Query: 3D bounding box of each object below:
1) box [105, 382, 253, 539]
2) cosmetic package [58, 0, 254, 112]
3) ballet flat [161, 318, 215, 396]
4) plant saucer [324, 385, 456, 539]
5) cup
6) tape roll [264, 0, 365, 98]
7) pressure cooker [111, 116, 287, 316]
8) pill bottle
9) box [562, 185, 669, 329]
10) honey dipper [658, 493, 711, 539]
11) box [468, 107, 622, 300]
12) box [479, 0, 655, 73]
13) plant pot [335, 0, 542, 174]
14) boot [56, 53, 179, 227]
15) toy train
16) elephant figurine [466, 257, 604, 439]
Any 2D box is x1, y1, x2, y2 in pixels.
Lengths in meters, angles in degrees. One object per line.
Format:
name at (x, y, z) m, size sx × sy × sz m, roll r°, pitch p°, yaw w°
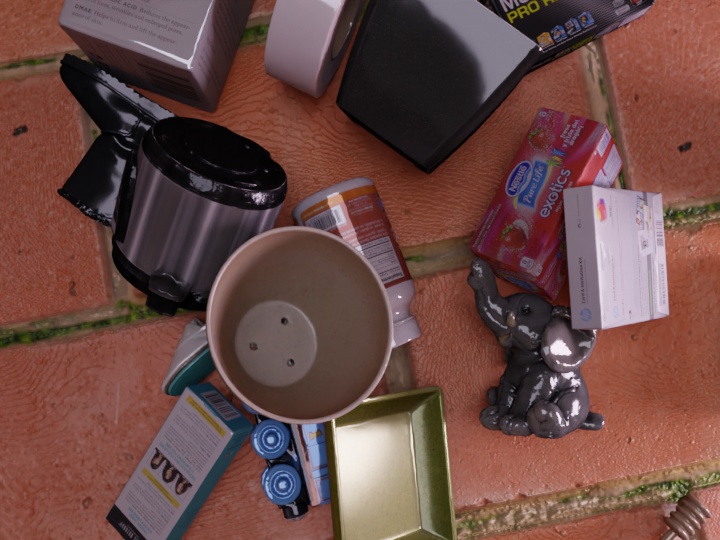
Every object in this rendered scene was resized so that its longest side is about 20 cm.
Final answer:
box at (-0.212, 0.237, 0.922) m, size 0.082 × 0.049 × 0.202 m, roll 38°, pitch 104°, yaw 19°
cosmetic package at (-0.231, -0.332, 0.955) m, size 0.162 × 0.165 × 0.203 m, roll 19°, pitch 83°, yaw 0°
ballet flat at (-0.174, 0.070, 0.977) m, size 0.199 × 0.069 × 0.070 m, roll -41°, pitch 87°, yaw -9°
plant saucer at (0.029, 0.247, 0.927) m, size 0.198 × 0.047 × 0.204 m, roll 0°, pitch 83°, yaw -46°
cup at (-0.080, 0.069, 0.865) m, size 0.196 × 0.143 × 0.204 m, roll 5°, pitch 75°, yaw -18°
tape roll at (-0.044, -0.316, 0.943) m, size 0.070 × 0.202 × 0.206 m, roll 23°, pitch 84°, yaw 1°
pressure cooker at (-0.190, -0.049, 0.903) m, size 0.178 × 0.174 × 0.202 m, roll 42°, pitch 120°, yaw 29°
pill bottle at (0.000, 0.000, 0.959) m, size 0.110 × 0.112 × 0.203 m, roll -21°, pitch 86°, yaw -4°
box at (0.308, -0.016, 0.937) m, size 0.041 × 0.198 × 0.159 m, roll -4°, pitch 90°, yaw 41°
honey dipper at (0.352, 0.361, 0.975) m, size 0.038 × 0.038 × 0.200 m, roll 45°, pitch 86°, yaw 3°
box at (0.228, -0.081, 0.965) m, size 0.095 × 0.099 × 0.202 m, roll 24°, pitch 84°, yaw 36°
box at (0.261, -0.371, 1.035) m, size 0.197 × 0.044 × 0.162 m, roll -26°, pitch 87°, yaw -4°
plant pot at (0.076, -0.230, 0.952) m, size 0.198 × 0.200 × 0.179 m, roll 35°, pitch 98°, yaw 1°
boot at (-0.324, -0.156, 0.987) m, size 0.196 × 0.073 × 0.164 m, roll 31°, pitch 90°, yaw 3°
toy train at (-0.078, 0.193, 0.956) m, size 0.112 × 0.087 × 0.204 m, roll -14°, pitch 83°, yaw -12°
elephant figurine at (0.211, 0.091, 0.944) m, size 0.139 × 0.154 × 0.204 m, roll 1°, pitch 88°, yaw 27°
